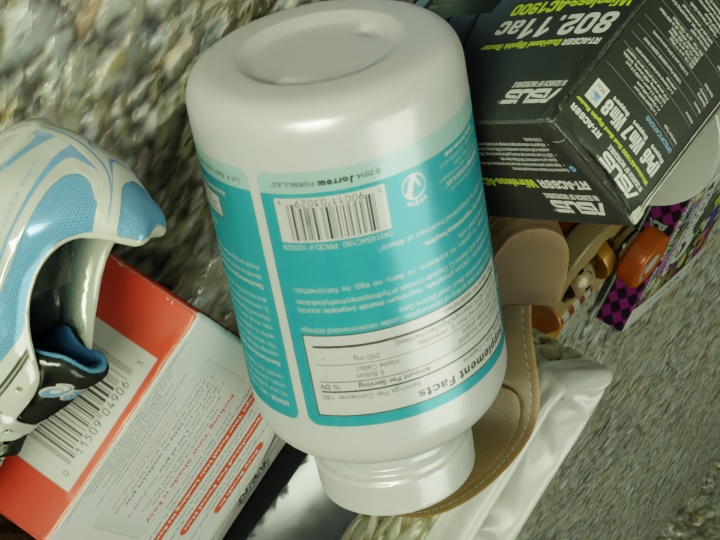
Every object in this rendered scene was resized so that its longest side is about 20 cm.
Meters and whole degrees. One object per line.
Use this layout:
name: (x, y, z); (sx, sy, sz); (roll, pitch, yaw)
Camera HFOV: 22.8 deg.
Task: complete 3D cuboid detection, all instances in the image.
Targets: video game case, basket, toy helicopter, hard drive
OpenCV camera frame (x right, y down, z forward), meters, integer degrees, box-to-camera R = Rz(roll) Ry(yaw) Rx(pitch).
video game case: (0.302, -0.057, 1.651); (0.181, 0.036, 0.201); (-33, 151, -54)
basket: (0.053, 0.120, 1.166); (0.201, 0.123, 0.135); (-61, 161, 12)
toy helicopter: (0.139, 0.037, 1.329); (0.132, 0.079, 0.201); (-36, 157, -46)
hard drive: (-0.067, 0.146, 0.921); (0.200, 0.042, 0.135); (-54, -160, 11)

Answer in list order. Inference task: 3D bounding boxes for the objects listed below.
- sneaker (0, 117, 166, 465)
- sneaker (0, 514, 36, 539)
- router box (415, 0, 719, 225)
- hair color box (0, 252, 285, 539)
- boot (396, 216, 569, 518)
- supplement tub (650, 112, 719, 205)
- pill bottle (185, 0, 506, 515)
sneaker: (-0.136, 0.045, 0.627); (0.201, 0.072, 0.072); (-60, 163, 17)
sneaker: (-0.158, 0.167, 0.783); (0.113, 0.071, 0.200); (-60, 155, 0)
router box: (0.085, -0.097, 0.788); (0.150, 0.062, 0.200); (-51, -155, -17)
hair color box: (-0.094, 0.068, 0.792); (0.111, 0.064, 0.200); (-56, 161, -4)
boot: (0.043, 0.013, 0.923); (0.073, 0.155, 0.201); (10, 121, -23)
supplement tub: (0.213, -0.144, 1.089); (0.200, 0.145, 0.145); (-43, 158, -36)
pill bottle: (0.000, 0.000, 0.728); (0.111, 0.110, 0.201); (-40, 131, -41)
